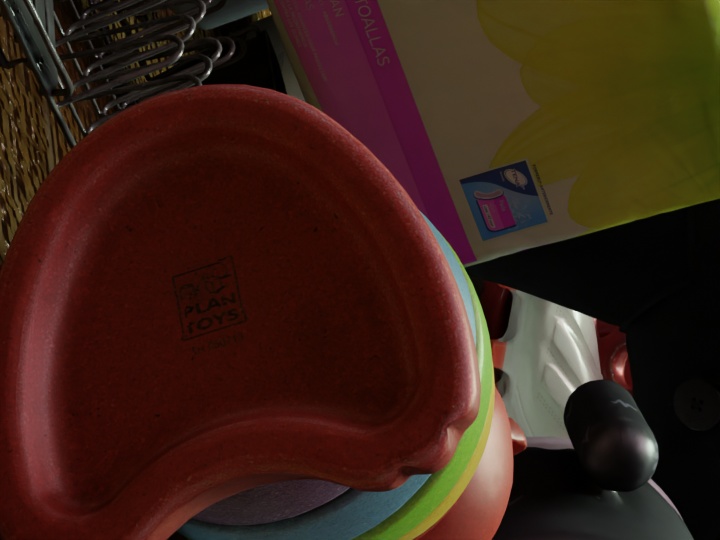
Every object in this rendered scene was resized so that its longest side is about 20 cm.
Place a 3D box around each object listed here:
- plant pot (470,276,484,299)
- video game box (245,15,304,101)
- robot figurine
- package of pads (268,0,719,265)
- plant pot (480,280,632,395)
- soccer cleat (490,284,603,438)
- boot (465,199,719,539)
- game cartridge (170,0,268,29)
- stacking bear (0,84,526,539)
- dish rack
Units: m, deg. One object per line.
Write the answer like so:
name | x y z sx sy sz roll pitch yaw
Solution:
plant pot | 0.093 -0.073 1.209 0.200 0.174 0.201 -22 90 -79
video game box | 0.000 0.000 0.946 0.200 0.047 0.183 -87 157 -65
robot figurine | 0.064 0.131 0.791 0.125 0.150 0.200 55 9 -9
package of pads | 0.050 -0.101 0.760 0.068 0.154 0.200 -90 161 -54
plant pot | 0.166 0.035 1.079 0.182 0.200 0.201 38 -12 39
soccer cleat | 0.091 0.081 0.982 0.069 0.077 0.201 -127 -139 -90
boot | 0.107 0.035 0.889 0.076 0.200 0.169 -14 98 -57
game cartridge | -0.051 -0.172 0.783 0.042 0.133 0.200 -101 166 -45
stacking bear | -0.010 0.037 0.615 0.200 0.121 0.114 47 28 -65
dish rack | -0.067 -0.071 0.693 0.200 0.054 0.154 68 7 -45
